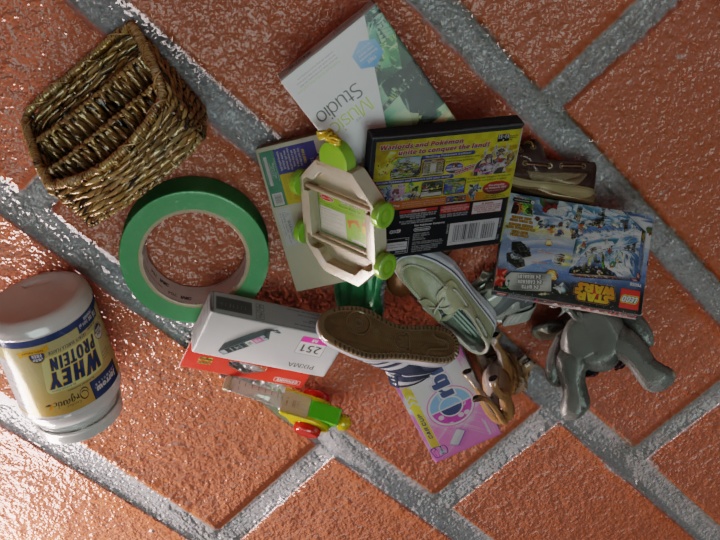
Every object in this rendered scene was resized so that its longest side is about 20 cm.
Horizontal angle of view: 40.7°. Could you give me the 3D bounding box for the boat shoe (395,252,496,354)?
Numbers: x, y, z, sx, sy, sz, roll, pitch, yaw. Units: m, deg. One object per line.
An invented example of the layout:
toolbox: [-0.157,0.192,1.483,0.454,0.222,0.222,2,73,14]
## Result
boat shoe: [0.119,0.038,1.317,0.072,0.062,0.200,-34,121,32]

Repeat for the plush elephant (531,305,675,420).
plush elephant: [0.334,0.094,1.389,0.164,0.155,0.201,-30,85,20]

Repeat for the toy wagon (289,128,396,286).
toy wagon: [-0.021,-0.080,1.183,0.039,0.154,0.202,-29,129,-38]

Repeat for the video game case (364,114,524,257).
video game case: [0.097,-0.101,1.215,0.198,0.026,0.182,-8,129,-16]

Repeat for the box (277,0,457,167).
box: [0.016,-0.200,1.175,0.144,0.036,0.200,-37,117,8]

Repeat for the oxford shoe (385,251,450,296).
oxford shoe: [0.094,-0.035,1.332,0.071,0.072,0.201,23,116,-21]

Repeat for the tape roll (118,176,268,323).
tape roll: [-0.223,-0.026,1.311,0.198,0.048,0.202,-3,120,-6]

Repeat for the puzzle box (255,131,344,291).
puzzle box: [-0.048,-0.080,1.269,0.132,0.025,0.202,-11,107,15]

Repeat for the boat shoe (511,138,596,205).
boat shoe: [0.223,-0.140,1.297,0.198,0.072,0.073,11,88,-6]

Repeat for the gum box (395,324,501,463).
gum box: [0.121,0.179,1.458,0.113,0.066,0.201,-24,119,5]

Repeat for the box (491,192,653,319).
box: [0.283,-0.020,1.302,0.198,0.040,0.139,10,80,5]

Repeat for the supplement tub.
supplement tub: [-0.408,0.119,1.314,0.143,0.145,0.202,-11,121,0]

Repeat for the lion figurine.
lion figurine: [0.198,0.168,1.395,0.072,0.200,0.123,-15,115,26]

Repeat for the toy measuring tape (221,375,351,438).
toy measuring tape: [-0.110,0.203,1.452,0.198,0.074,0.074,17,117,-1]

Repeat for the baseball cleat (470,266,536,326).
baseball cleat: [0.248,0.009,1.388,0.199,0.070,0.107,-28,133,14]

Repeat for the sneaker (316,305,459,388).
sneaker: [0.025,0.108,1.328,0.198,0.071,0.109,12,154,-14]

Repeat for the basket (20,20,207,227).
basket: [-0.301,-0.170,1.163,0.199,0.143,0.149,-34,119,12]

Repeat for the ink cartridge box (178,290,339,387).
ink cartridge box: [-0.141,0.115,1.366,0.198,0.044,0.174,13,133,-20]

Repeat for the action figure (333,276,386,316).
action figure: [0.000,0.000,1.332,0.117,0.055,0.202,7,114,22]
